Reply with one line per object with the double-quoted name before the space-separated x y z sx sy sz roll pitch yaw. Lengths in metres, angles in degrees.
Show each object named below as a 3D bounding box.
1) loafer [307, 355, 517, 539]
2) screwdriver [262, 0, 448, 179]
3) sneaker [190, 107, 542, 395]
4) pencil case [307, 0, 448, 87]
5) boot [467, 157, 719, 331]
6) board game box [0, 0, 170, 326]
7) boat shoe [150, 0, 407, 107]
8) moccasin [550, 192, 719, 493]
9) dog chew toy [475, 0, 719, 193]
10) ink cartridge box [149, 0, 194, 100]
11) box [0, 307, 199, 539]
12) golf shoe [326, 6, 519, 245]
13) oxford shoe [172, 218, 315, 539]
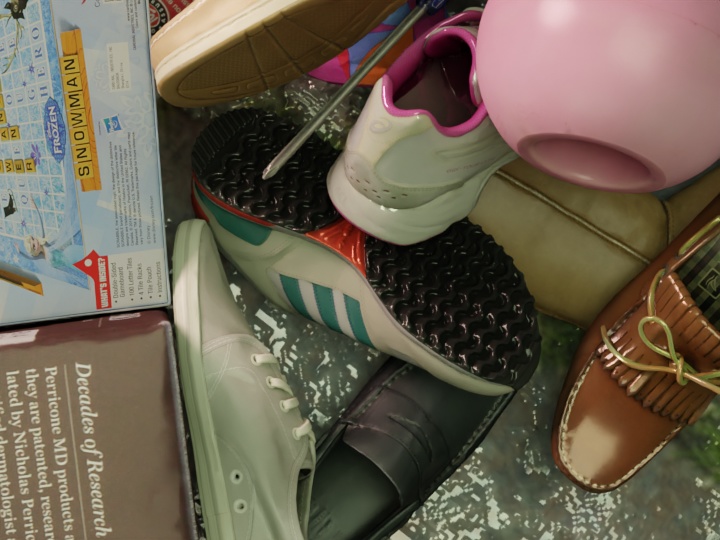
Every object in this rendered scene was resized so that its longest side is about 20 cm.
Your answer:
"loafer" 0.014 0.096 0.977 0.201 0.070 0.068 -43 99 -6
"screwdriver" 0.020 -0.113 0.922 0.028 0.029 0.200 37 78 15
"sneaker" -0.001 0.000 0.969 0.200 0.093 0.070 33 66 4
"pencil case" 0.001 -0.190 0.947 0.088 0.088 0.200 -8 116 -7
"boot" 0.123 -0.051 1.000 0.200 0.066 0.175 30 85 -3
"board game box" -0.193 -0.071 0.877 0.199 0.041 0.200 -7 103 -19
"boat shoe" -0.015 -0.148 0.885 0.200 0.074 0.069 -31 72 2
"moccasin" 0.167 0.027 0.942 0.074 0.078 0.201 44 96 -5
"dog chew toy" 0.125 -0.138 0.851 0.125 0.125 0.200 18 76 -5
"ink cartridge box" -0.184 -0.103 0.943 0.146 0.083 0.200 45 84 -19
"box" -0.178 0.111 0.906 0.200 0.166 0.164 -8 91 -6
"golf shoe" 0.068 -0.093 0.926 0.075 0.092 0.200 36 56 18
"oxford shoe" -0.053 0.069 0.927 0.058 0.075 0.200 -14 73 3
